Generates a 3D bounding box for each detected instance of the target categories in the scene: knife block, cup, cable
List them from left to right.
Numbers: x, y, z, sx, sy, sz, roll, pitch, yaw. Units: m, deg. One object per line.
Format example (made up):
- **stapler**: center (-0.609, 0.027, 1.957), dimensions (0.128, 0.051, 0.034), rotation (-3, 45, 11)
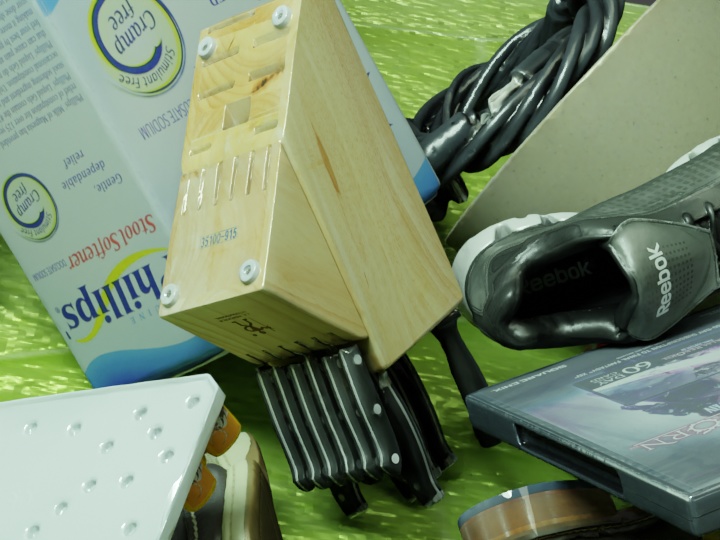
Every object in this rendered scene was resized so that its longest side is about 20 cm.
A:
- **knife block**: center (0.000, 0.000, 0.841), dimensions (0.175, 0.064, 0.201), rotation (28, 59, -42)
- **cable**: center (0.078, -0.105, 1.042), dimensions (0.051, 0.163, 0.200), rotation (43, 17, -6)
- **cup**: center (0.162, -0.040, 0.967), dimensions (0.143, 0.200, 0.200), rotation (42, 40, 4)

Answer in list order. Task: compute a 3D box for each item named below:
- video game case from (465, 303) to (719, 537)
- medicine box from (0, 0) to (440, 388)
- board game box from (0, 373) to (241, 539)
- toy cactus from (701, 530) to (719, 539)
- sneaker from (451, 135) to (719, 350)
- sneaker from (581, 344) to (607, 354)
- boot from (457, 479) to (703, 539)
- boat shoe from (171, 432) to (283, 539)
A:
- **video game case**: center (0.143, 0.050, 0.755), dimensions (0.142, 0.019, 0.200), rotation (-18, 11, -16)
- **medicine box**: center (-0.086, -0.074, 0.906), dimensions (0.182, 0.103, 0.201), rotation (-38, 100, -47)
- **board game box**: center (-0.147, 0.129, 0.623), dimensions (0.199, 0.026, 0.201), rotation (-10, 45, 33)
- **toy cactus**: center (0.187, 0.156, 0.738), dimensions (0.200, 0.102, 0.165), rotation (51, 57, -15)
- **sneaker**: center (0.136, -0.009, 0.842), dimensions (0.199, 0.067, 0.091), rotation (-20, 15, 6)
- **sneaker**: center (0.193, 0.065, 0.895), dimensions (0.199, 0.085, 0.075), rotation (6, 35, -8)
- **boot**: center (0.133, 0.141, 0.810), dimensions (0.199, 0.075, 0.097), rotation (2, 61, -34)
- **boat shoe**: center (-0.061, 0.108, 0.736), dimensions (0.064, 0.074, 0.200), rotation (-13, 2, -4)
